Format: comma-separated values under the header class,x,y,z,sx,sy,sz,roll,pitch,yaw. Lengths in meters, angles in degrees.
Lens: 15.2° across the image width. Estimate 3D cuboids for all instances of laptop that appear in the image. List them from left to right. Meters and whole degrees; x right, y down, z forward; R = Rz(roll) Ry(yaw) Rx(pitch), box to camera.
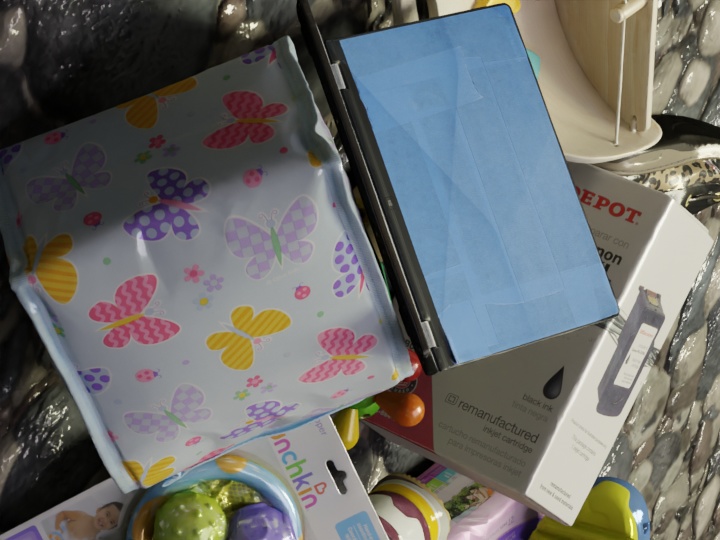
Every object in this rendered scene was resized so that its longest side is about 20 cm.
class,x,y,z,sx,sy,sz,roll,pitch,yaw
laptop,0.055,-0.053,1.397,0.115,0.188,0.200,-20,173,1

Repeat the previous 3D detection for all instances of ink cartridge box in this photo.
class,x,y,z,sx,sy,sz,roll,pitch,yaw
ink cartridge box,0.102,0.031,1.638,0.201,0.144,0.084,-63,148,-6

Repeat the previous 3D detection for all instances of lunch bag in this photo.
class,x,y,z,sx,sy,sz,roll,pitch,yaw
lunch bag,-0.075,0.009,1.325,0.169,0.127,0.200,-22,133,0

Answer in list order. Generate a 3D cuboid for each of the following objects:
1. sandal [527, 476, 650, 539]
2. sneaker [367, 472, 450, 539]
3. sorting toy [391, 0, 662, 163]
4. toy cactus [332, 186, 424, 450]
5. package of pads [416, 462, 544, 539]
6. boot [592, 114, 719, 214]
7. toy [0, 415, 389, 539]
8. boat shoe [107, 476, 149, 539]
class,x,y,z,sx,sy,sz,roll,pitch,yaw
sandal,0.151,0.208,1.764,0.087,0.079,0.201,-38,150,-43
sneaker,-0.015,0.213,1.624,0.090,0.075,0.201,-35,150,-50
sorting toy,0.087,-0.149,1.554,0.180,0.107,0.201,-28,132,-36
toy cactus,0.000,0.000,1.531,0.165,0.102,0.200,-61,141,-27
package of pads,0.065,0.184,1.751,0.200,0.075,0.121,-35,136,-41
boot,0.198,-0.024,1.817,0.200,0.073,0.151,-6,114,-51
toy,-0.089,0.154,1.404,0.199,0.047,0.116,-25,113,-1
boat shoe,-0.093,0.145,1.508,0.071,0.070,0.201,-44,151,5
